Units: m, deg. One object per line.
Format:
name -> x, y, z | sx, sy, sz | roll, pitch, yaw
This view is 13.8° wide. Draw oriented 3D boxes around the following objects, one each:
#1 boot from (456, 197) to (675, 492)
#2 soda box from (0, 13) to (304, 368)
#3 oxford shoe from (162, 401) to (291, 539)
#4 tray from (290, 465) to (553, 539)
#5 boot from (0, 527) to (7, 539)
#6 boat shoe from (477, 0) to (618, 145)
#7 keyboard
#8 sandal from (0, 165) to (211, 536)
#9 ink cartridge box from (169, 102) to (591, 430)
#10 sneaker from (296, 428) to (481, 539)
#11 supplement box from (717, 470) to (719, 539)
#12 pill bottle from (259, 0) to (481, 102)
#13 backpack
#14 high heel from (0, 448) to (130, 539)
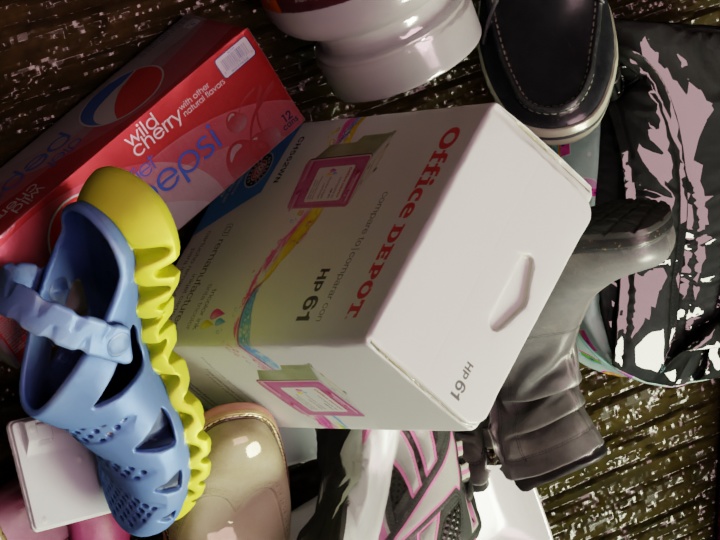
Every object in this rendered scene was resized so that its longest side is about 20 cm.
boot -> 0.106, 0.042, 1.569 | 0.070, 0.200, 0.132 | -24, 95, -42
soda box -> -0.129, -0.042, 1.488 | 0.200, 0.070, 0.063 | -41, 119, -18
oxford shoe -> -0.062, 0.159, 1.521 | 0.071, 0.074, 0.200 | -8, 125, -16
tray -> 0.011, 0.154, 1.643 | 0.200, 0.022, 0.107 | -29, 114, -24
boot -> -0.260, 0.135, 1.444 | 0.155, 0.072, 0.200 | -35, 111, -22
boat shoe -> 0.095, -0.160, 1.556 | 0.062, 0.075, 0.200 | 66, 23, -63
keyboard -> -0.098, 0.088, 1.533 | 0.200, 0.011, 0.056 | -12, 93, -44
sandal -> -0.129, 0.048, 1.428 | 0.087, 0.079, 0.200 | -30, 128, -28
ink cartridge box -> 0.000, 0.000, 1.484 | 0.085, 0.200, 0.145 | 42, 64, -31
sneaker -> 0.024, 0.108, 1.537 | 0.086, 0.080, 0.200 | 22, 75, -21
supplement box -> 0.281, 0.088, 1.757 | 0.110, 0.086, 0.200 | -6, 103, -30
pill bottle -> -0.015, -0.190, 1.502 | 0.113, 0.113, 0.200 | -35, 115, -21
backpack -> 0.169, -0.037, 1.639 | 0.167, 0.127, 0.200 | 2, 97, -17
high heel -> -0.117, 0.178, 1.540 | 0.096, 0.067, 0.200 | -30, 112, -13
